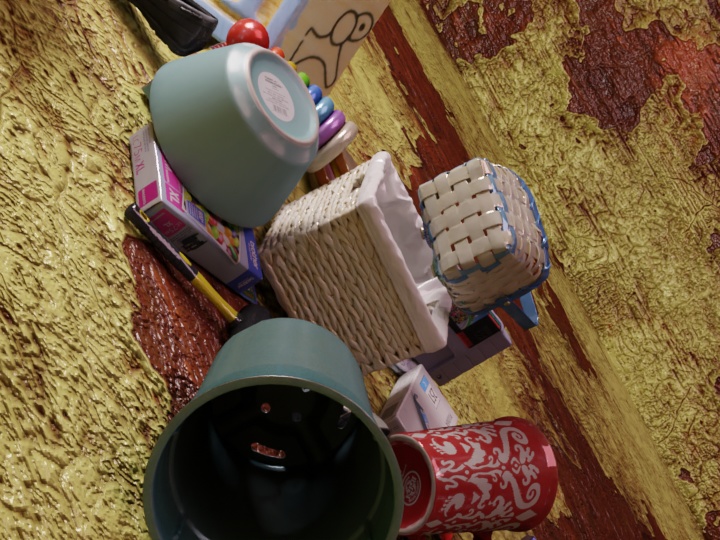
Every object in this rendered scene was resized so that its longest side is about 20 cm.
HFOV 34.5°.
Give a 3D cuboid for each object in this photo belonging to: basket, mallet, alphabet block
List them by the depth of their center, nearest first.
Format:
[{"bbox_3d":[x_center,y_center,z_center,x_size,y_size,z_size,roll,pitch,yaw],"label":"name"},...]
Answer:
[{"bbox_3d":[-0.161,0.016,1.142,0.200,0.041,0.066,45,24,-27],"label":"mallet"},{"bbox_3d":[0.000,0.000,1.368,0.202,0.159,0.199,61,16,-16],"label":"basket"},{"bbox_3d":[0.152,-0.036,1.374,0.199,0.138,0.179,29,41,-53],"label":"basket"},{"bbox_3d":[-0.107,-0.372,1.567,0.196,0.196,0.199,41,9,21],"label":"alphabet block"}]

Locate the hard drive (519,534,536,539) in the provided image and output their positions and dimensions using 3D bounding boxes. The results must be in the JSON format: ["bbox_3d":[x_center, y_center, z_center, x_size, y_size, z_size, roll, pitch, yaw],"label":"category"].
[{"bbox_3d":[0.200,0.428,1.331,0.202,0.131,0.025,58,-18,-6],"label":"hard drive"}]

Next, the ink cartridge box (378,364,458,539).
[{"bbox_3d":[0.094,0.231,1.481,0.178,0.044,0.200,57,18,-5],"label":"ink cartridge box"}]

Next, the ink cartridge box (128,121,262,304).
[{"bbox_3d":[-0.165,-0.057,1.236,0.200,0.042,0.121,44,23,-46],"label":"ink cartridge box"}]

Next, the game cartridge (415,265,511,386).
[{"bbox_3d":[0.108,0.065,1.578,0.200,0.128,0.039,48,23,-33],"label":"game cartridge"}]

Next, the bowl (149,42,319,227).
[{"bbox_3d":[-0.117,-0.159,1.238,0.200,0.104,0.203,39,37,-36],"label":"bowl"}]

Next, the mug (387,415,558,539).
[{"bbox_3d":[0.115,0.257,1.309,0.198,0.132,0.181,6,74,-44],"label":"mug"}]

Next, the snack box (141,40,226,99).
[{"bbox_3d":[-0.161,-0.178,1.393,0.170,0.067,0.200,57,18,-8],"label":"snack box"}]

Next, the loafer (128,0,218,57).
[{"bbox_3d":[-0.250,-0.345,1.379,0.201,0.070,0.068,46,20,-3],"label":"loafer"}]

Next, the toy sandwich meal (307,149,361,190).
[{"bbox_3d":[-0.008,-0.113,1.708,0.206,0.070,0.206,51,19,-25],"label":"toy sandwich meal"}]

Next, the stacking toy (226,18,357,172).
[{"bbox_3d":[-0.093,-0.222,1.431,0.201,0.085,0.086,50,19,-12],"label":"stacking toy"}]

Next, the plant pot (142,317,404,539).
[{"bbox_3d":[-0.066,0.142,0.961,0.201,0.199,0.197,54,11,-15],"label":"plant pot"}]

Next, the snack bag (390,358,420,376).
[{"bbox_3d":[0.023,0.051,1.613,0.188,0.021,0.202,43,24,-42],"label":"snack bag"}]

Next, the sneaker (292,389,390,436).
[{"bbox_3d":[-0.043,0.148,1.215,0.087,0.077,0.200,53,7,24],"label":"sneaker"}]
